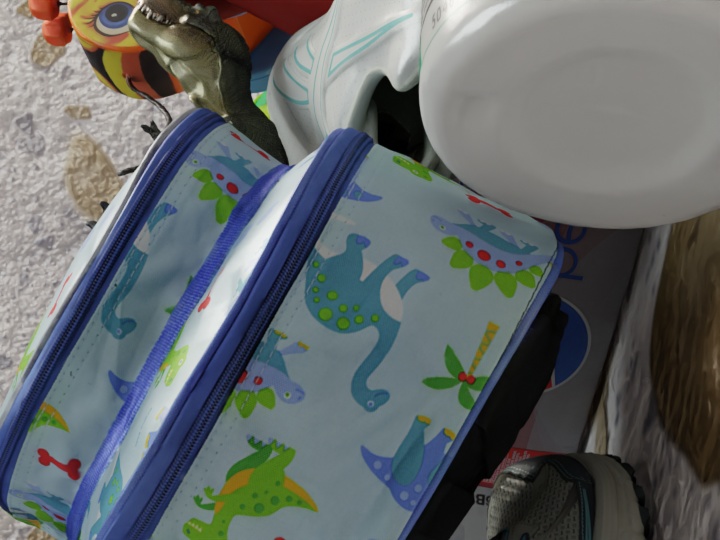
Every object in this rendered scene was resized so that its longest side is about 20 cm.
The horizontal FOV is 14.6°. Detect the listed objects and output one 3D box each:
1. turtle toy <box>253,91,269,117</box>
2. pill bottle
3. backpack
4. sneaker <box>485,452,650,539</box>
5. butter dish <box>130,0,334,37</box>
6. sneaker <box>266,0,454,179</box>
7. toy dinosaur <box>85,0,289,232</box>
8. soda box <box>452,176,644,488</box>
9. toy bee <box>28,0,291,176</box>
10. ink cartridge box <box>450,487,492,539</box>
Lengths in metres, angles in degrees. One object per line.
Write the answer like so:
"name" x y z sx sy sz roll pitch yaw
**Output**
"turtle toy" 0.008 -0.057 1.281 0.101 0.145 0.200 -60 10 6
"pill bottle" 0.076 -0.122 0.851 0.113 0.113 0.200 109 167 -54
"backpack" -0.030 0.041 0.881 0.183 0.147 0.200 -61 3 -10
"sneaker" 0.047 0.115 0.895 0.200 0.086 0.078 -96 16 -64
"butter dish" 0.041 -0.147 1.062 0.200 0.148 0.200 -26 -28 -56
"sneaker" 0.006 -0.056 0.993 0.200 0.070 0.080 111 164 -63
"toy dinosaur" -0.048 -0.001 1.008 0.047 0.088 0.201 -11 104 57
"soda box" 0.064 -0.018 1.016 0.070 0.063 0.200 -93 14 -57
"toy bee" -0.079 -0.118 1.171 0.200 0.108 0.131 -46 -35 -43
"ink cartridge box" -0.014 0.136 1.097 0.084 0.144 0.201 135 143 -67
